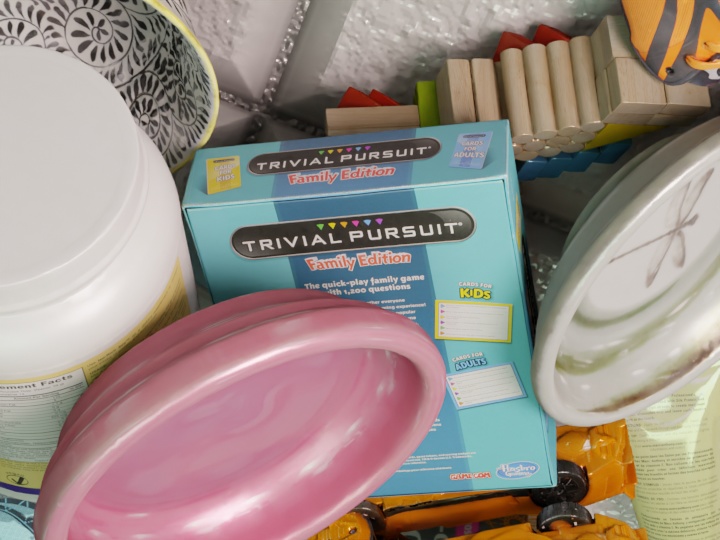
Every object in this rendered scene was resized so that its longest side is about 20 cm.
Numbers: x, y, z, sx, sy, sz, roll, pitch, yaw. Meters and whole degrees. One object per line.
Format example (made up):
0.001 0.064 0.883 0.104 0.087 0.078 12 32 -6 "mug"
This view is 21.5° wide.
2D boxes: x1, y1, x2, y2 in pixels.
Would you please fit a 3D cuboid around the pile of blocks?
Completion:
0.070 -0.079 0.921 0.199 0.062 0.082 -12 158 18 "pile of blocks"

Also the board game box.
0.011 0.026 0.925 0.150 0.047 0.200 -5 129 10 "board game box"

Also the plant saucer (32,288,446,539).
-0.059 0.074 0.859 0.200 0.051 0.201 -24 151 -14 "plant saucer"

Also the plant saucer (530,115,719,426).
0.151 -0.012 0.910 0.050 0.200 0.200 48 138 30 "plant saucer"

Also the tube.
0.184 0.128 1.074 0.058 0.052 0.200 -30 124 -18 "tube"

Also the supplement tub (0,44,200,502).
-0.149 0.006 0.870 0.145 0.146 0.200 7 149 6 "supplement tub"

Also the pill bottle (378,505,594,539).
0.032 0.168 1.090 0.199 0.117 0.117 -3 129 13 "pill bottle"

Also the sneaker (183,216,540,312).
0.000 0.000 0.985 0.199 0.074 0.082 10 134 2 "sneaker"

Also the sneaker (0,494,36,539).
-0.182 0.205 1.179 0.079 0.096 0.200 -22 122 27 "sneaker"

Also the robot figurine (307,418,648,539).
0.049 0.143 0.987 0.199 0.145 0.058 -11 133 8 "robot figurine"

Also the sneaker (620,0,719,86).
0.193 -0.109 0.826 0.200 0.077 0.112 48 143 21 "sneaker"

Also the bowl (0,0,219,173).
-0.162 -0.124 0.887 0.200 0.094 0.201 3 150 2 "bowl"
